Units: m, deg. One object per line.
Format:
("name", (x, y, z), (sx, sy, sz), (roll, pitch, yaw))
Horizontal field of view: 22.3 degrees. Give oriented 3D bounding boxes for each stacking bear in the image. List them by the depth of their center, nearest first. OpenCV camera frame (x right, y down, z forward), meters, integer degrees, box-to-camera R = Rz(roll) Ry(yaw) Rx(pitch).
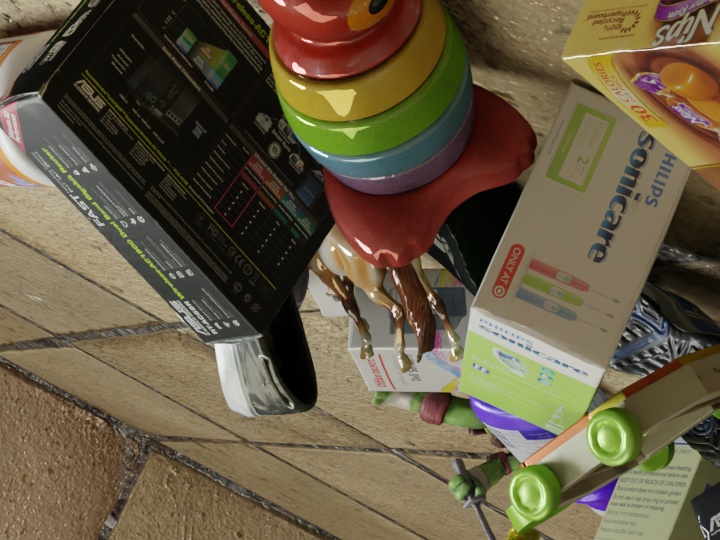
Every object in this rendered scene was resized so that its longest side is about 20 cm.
("stacking bear", (0.001, -0.117, 0.963), (0.114, 0.121, 0.201), (46, 170, 38))

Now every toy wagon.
("toy wagon", (0.150, 0.114, 1.125), (0.200, 0.040, 0.154), (-41, 162, 35))

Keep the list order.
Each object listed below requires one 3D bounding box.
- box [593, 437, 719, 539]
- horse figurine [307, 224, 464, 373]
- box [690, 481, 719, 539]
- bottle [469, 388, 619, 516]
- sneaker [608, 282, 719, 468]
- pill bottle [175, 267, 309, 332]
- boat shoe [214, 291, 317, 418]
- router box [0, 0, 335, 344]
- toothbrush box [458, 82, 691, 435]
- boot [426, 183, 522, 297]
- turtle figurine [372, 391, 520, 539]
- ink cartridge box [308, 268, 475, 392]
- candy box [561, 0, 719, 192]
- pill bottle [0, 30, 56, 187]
("box", (0.280, 0.176, 1.316), (0.175, 0.201, 0.096), (30, 165, -20))
("horse figurine", (0.000, 0.000, 1.173), (0.200, 0.050, 0.133), (16, 134, 63))
("box", (0.324, 0.135, 1.136), (0.161, 0.049, 0.199), (-37, 145, 31))
("bottle", (0.152, 0.120, 1.336), (0.083, 0.066, 0.200), (0, 151, 32))
("sneaker", (0.228, 0.064, 1.208), (0.077, 0.076, 0.200), (1, -143, -49))
("pill bottle", (-0.092, -0.011, 1.334), (0.106, 0.107, 0.200), (28, -168, -13))
("boat shoe", (-0.069, 0.006, 1.193), (0.056, 0.069, 0.202), (3, 120, 25))
("router box", (-0.098, -0.079, 1.068), (0.062, 0.150, 0.200), (-10, 129, 50))
("toothbrush box", (0.126, 0.002, 1.083), (0.085, 0.147, 0.200), (24, 166, 7))
("boot", (0.016, -0.050, 1.230), (0.162, 0.074, 0.198), (7, 149, 46))
("turtle figurine", (0.111, 0.119, 1.528), (0.193, 0.200, 0.145), (28, 132, 6))
("ink cartridge box", (0.057, 0.047, 1.381), (0.198, 0.068, 0.117), (1, 160, 10))
("candy box", (0.205, -0.073, 0.871), (0.199, 0.057, 0.116), (36, 162, -31))
("pill bottle", (-0.262, -0.119, 1.374), (0.112, 0.113, 0.199), (34, 164, -31))
